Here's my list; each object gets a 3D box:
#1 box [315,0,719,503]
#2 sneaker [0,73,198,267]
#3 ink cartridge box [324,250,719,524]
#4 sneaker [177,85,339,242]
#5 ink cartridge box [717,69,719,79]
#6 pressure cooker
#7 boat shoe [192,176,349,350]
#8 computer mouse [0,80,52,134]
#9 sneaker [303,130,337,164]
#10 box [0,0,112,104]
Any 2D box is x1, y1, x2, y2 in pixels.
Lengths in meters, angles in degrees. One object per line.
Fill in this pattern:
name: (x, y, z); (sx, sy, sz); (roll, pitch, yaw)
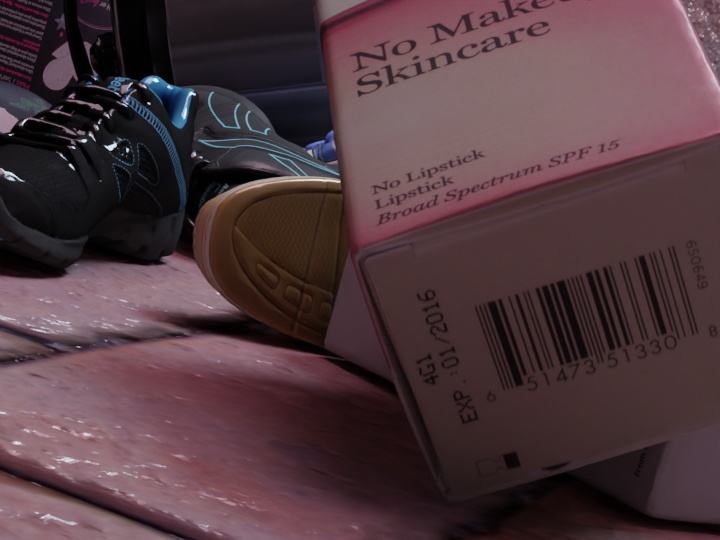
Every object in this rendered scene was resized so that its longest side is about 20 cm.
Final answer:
box: (0.063, -0.034, 0.809); (0.128, 0.109, 0.200); (-18, 32, 5)
sneaker: (-0.130, -0.049, 1.016); (0.073, 0.082, 0.200); (20, 9, 14)
ink cartridge box: (0.105, 0.030, 0.934); (0.146, 0.084, 0.200); (9, 10, -39)
sneaker: (-0.067, -0.047, 1.164); (0.200, 0.075, 0.079); (21, 11, 33)
ink cartridge box: (0.279, -0.016, 1.350); (0.200, 0.163, 0.057); (17, 6, 3)
pressure cooker: (-0.066, -0.145, 1.313); (0.200, 0.176, 0.179); (-7, -20, 3)
boat shoe: (0.000, 0.000, 1.023); (0.200, 0.074, 0.069); (12, -3, -40)
computer mouse: (-0.213, -0.078, 1.155); (0.200, 0.053, 0.138); (21, 8, 30)
sneaker: (-0.013, -0.040, 1.221); (0.200, 0.077, 0.076); (18, 9, 30)
box: (-0.148, -0.144, 1.544); (0.200, 0.115, 0.132); (22, 8, 29)
